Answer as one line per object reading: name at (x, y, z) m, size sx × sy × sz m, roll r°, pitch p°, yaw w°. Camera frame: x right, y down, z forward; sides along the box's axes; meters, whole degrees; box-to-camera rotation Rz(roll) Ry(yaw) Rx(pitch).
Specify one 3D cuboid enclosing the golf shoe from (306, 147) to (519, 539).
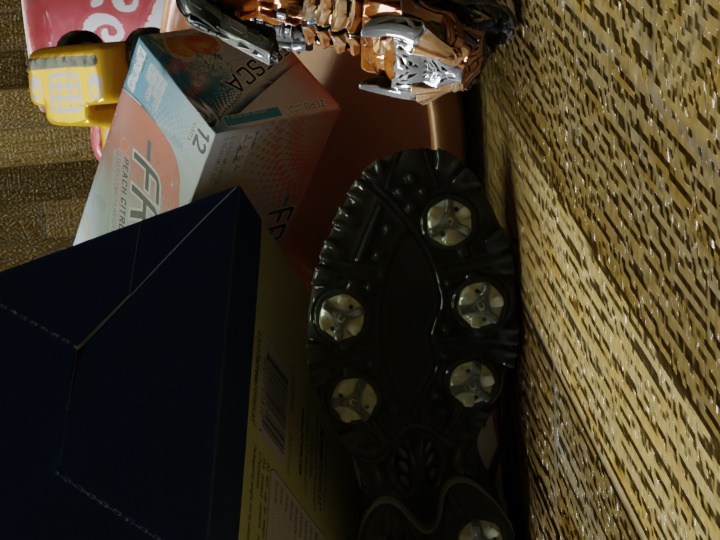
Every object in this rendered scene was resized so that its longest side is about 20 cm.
golf shoe at (0.021, 0.048, 0.694) m, size 0.088 × 0.077 × 0.200 m, roll -92°, pitch -2°, yaw -75°

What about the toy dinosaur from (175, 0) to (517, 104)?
toy dinosaur at (-0.027, -0.132, 0.643) m, size 0.200 × 0.136 × 0.102 m, roll 43°, pitch 148°, yaw 8°

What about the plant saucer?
plant saucer at (-0.019, -0.067, 0.792) m, size 0.200 × 0.037 × 0.201 m, roll 22°, pitch 119°, yaw 46°

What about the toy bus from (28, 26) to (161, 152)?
toy bus at (-0.070, -0.088, 0.929) m, size 0.065 × 0.200 × 0.078 m, roll 5°, pitch 102°, yaw 45°

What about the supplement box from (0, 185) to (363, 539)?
supplement box at (-0.066, 0.117, 0.724) m, size 0.200 × 0.134 × 0.200 m, roll -89°, pitch -26°, yaw -48°

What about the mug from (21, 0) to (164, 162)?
mug at (-0.089, -0.153, 1.060) m, size 0.178 × 0.200 × 0.134 m, roll 90°, pitch 173°, yaw -54°

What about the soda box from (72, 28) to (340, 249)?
soda box at (-0.080, -0.012, 0.800) m, size 0.064 × 0.068 × 0.200 m, roll 50°, pitch 136°, yaw 28°
